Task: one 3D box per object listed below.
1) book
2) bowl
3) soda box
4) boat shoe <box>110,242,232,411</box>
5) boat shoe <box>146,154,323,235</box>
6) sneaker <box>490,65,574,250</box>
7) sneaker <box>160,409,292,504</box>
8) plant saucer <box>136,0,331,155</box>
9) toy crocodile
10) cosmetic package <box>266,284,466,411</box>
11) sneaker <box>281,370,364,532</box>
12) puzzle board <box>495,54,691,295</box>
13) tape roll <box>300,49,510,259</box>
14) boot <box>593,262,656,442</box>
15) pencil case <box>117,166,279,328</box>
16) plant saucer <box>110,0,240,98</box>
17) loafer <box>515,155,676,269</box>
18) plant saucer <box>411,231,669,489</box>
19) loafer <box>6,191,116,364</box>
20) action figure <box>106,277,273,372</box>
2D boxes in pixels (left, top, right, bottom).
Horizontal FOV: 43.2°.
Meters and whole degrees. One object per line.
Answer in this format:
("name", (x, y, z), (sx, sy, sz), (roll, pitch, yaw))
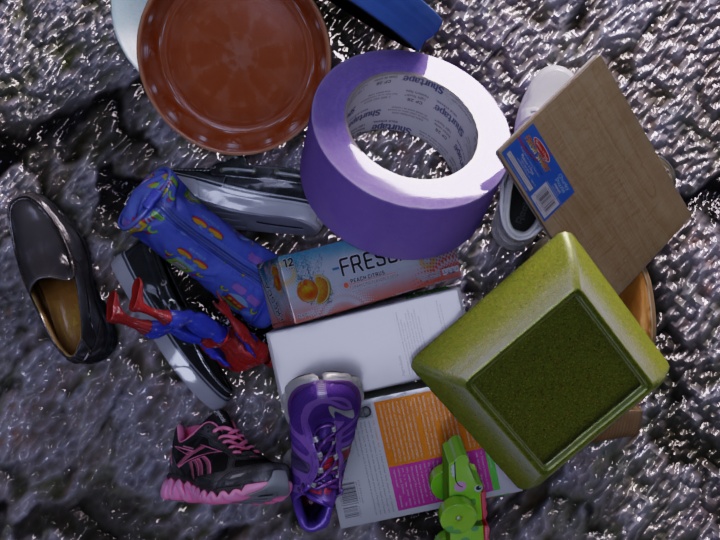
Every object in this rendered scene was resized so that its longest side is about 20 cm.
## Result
("book", (0.062, 0.189, 0.967), (0.198, 0.048, 0.135), (-12, 93, 3))
("bowl", (-0.013, -0.281, 0.892), (0.200, 0.201, 0.040), (33, 100, 2))
("soda box", (0.000, 0.000, 0.916), (0.198, 0.063, 0.069), (-15, 90, -28))
("boat shoe", (-0.191, 0.055, 0.967), (0.056, 0.069, 0.201), (-35, 86, 2))
("boat shoe", (-0.130, -0.086, 0.970), (0.198, 0.072, 0.072), (11, 68, 4))
("sneaker", (0.187, -0.120, 0.925), (0.073, 0.116, 0.202), (15, 89, 4))
("sneaker", (-0.140, 0.189, 0.922), (0.079, 0.199, 0.096), (15, 73, -39))
("plant saucer", (-0.127, -0.219, 0.928), (0.198, 0.032, 0.202), (1, 112, 2))
("toy crocodile", (0.107, 0.262, 0.928), (0.061, 0.068, 0.202), (-7, 110, -4))
("cosmetic package", (0.012, 0.078, 0.938), (0.198, 0.108, 0.086), (-12, 91, 1))
("sneaker", (-0.034, 0.177, 0.877), (0.080, 0.084, 0.201), (-3, 130, -9))
("puzzle board", (0.229, -0.082, 0.886), (0.151, 0.017, 0.201), (-43, 110, -16))
("tape roll", (0.043, -0.116, 0.897), (0.198, 0.085, 0.202), (6, 57, -10))
("boot", (0.222, 0.085, 0.939), (0.142, 0.071, 0.203), (0, 98, -8))
("pencil case", (-0.147, -0.019, 0.922), (0.200, 0.087, 0.078), (38, 73, -24))
("plant saucer", (-0.167, -0.283, 0.980), (0.199, 0.039, 0.203), (0, 89, 3))
("loafer", (0.251, -0.043, 0.944), (0.200, 0.070, 0.075), (-43, 88, 2))
("plant saucer", (0.184, 0.101, 0.874), (0.200, 0.048, 0.200), (-41, 110, 4))
("loafer", (-0.325, 0.006, 0.970), (0.072, 0.072, 0.201), (-29, 88, 3))
("action figure", (-0.154, 0.060, 0.911), (0.065, 0.199, 0.052), (-27, 49, 33))
